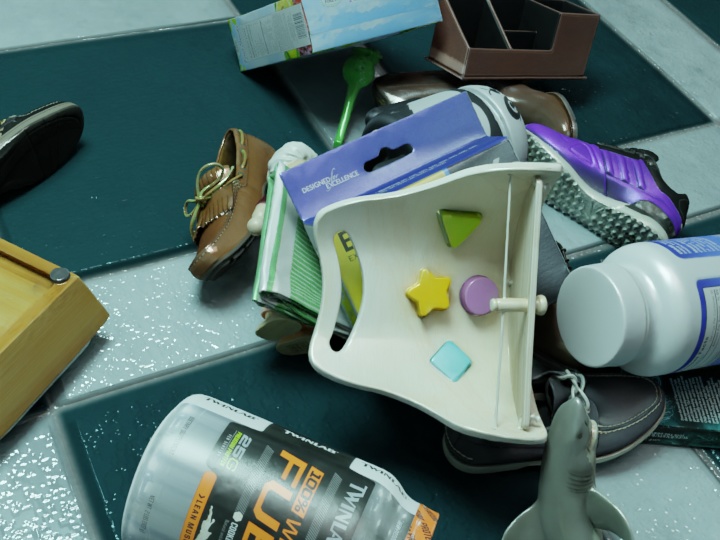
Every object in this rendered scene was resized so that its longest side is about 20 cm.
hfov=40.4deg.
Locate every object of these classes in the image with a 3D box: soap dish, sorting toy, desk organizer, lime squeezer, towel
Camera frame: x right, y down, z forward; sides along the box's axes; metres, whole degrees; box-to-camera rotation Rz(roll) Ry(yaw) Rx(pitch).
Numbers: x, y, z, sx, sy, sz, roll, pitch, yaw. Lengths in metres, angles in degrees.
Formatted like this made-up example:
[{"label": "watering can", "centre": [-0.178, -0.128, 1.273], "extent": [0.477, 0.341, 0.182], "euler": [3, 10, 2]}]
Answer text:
[{"label": "soap dish", "centre": [-0.329, 0.035, 0.788], "extent": [0.198, 0.082, 0.158], "euler": [23, 46, 13]}, {"label": "sorting toy", "centre": [0.050, 0.018, 0.743], "extent": [0.177, 0.203, 0.107], "euler": [3, 3, -5]}, {"label": "desk organizer", "centre": [0.178, -0.268, 1.125], "extent": [0.198, 0.078, 0.072], "euler": [-8, 33, -34]}, {"label": "lime squeezer", "centre": [0.005, -0.224, 1.118], "extent": [0.037, 0.071, 0.201], "euler": [2, 42, 15]}, {"label": "towel", "centre": [0.000, 0.000, 0.861], "extent": [0.198, 0.023, 0.154], "euler": [25, 48, -26]}]

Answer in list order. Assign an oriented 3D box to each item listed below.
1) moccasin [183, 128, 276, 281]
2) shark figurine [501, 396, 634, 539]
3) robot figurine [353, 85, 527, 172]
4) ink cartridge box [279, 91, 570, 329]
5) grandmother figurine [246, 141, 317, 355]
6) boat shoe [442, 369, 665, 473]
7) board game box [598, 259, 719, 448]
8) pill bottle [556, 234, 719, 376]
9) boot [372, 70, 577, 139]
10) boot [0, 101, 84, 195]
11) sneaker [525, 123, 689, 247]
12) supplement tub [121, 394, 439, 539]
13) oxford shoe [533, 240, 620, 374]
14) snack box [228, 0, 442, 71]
[{"label": "moccasin", "centre": [-0.128, -0.068, 0.923], "extent": [0.077, 0.073, 0.203], "euler": [36, 41, -20]}, {"label": "shark figurine", "centre": [0.152, 0.216, 0.721], "extent": [0.088, 0.128, 0.217], "euler": [-10, 71, -10]}, {"label": "robot figurine", "centre": [0.078, -0.115, 0.988], "extent": [0.198, 0.124, 0.152], "euler": [-22, 89, -29]}, {"label": "ink cartridge box", "centre": [0.061, -0.031, 0.822], "extent": [0.196, 0.047, 0.202], "euler": [-26, 92, -19]}, {"label": "grandmother figurine", "centre": [-0.059, -0.027, 0.887], "extent": [0.060, 0.121, 0.202], "euler": [-10, 60, 15]}, {"label": "boat shoe", "centre": [0.165, 0.117, 0.806], "extent": [0.197, 0.063, 0.073], "euler": [-10, 50, -9]}, {"label": "board game box", "centre": [0.300, 0.075, 0.917], "extent": [0.133, 0.028, 0.202], "euler": [6, 46, -6]}, {"label": "pill bottle", "centre": [0.268, 0.030, 0.836], "extent": [0.198, 0.113, 0.113], "euler": [-5, 46, -29]}, {"label": "boot", "centre": [0.121, -0.177, 1.101], "extent": [0.197, 0.065, 0.187], "euler": [-6, 34, -22]}, {"label": "boot", "centre": [-0.386, -0.132, 0.951], "extent": [0.150, 0.074, 0.200], "euler": [31, 53, 19]}, {"label": "sneaker", "centre": [0.261, -0.101, 1.039], "extent": [0.200, 0.070, 0.100], "euler": [40, 67, 14]}, {"label": "supplement tub", "centre": [-0.053, 0.176, 0.678], "extent": [0.198, 0.123, 0.123], "euler": [20, 45, 9]}, {"label": "oxford shoe", "centre": [0.170, 0.022, 0.904], "extent": [0.072, 0.085, 0.200], "euler": [-19, 54, -31]}, {"label": "snack box", "centre": [-0.033, -0.279, 1.094], "extent": [0.167, 0.069, 0.199], "euler": [-20, 13, -27]}]
